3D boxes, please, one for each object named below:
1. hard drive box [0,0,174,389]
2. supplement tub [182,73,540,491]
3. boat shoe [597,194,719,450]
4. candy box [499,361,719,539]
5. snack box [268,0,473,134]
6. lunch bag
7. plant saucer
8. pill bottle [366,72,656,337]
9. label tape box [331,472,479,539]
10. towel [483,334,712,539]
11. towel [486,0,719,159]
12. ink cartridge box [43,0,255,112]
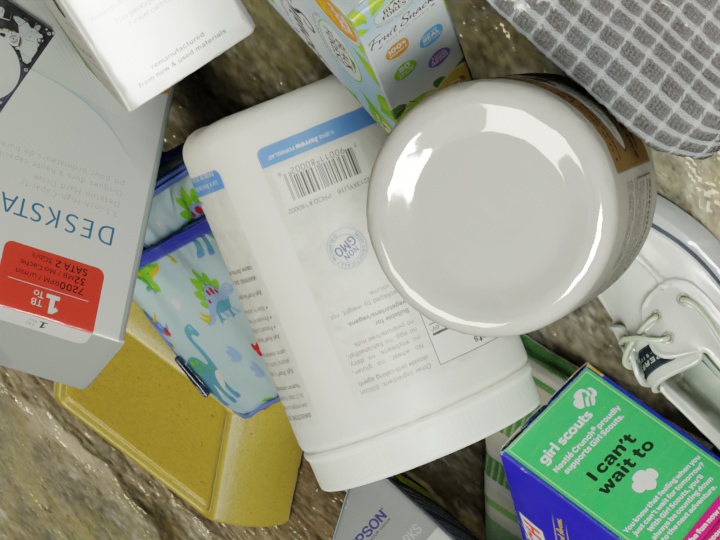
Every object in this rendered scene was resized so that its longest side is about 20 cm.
[{"bbox_3d":[-0.195,-0.055,1.615,0.155,0.201,0.077,17,151,-17],"label":"hard drive box"},{"bbox_3d":[0.000,0.000,1.519,0.132,0.132,0.201,-16,96,56],"label":"supplement tub"},{"bbox_3d":[0.165,0.032,1.468,0.200,0.067,0.074,41,148,8],"label":"boat shoe"},{"bbox_3d":[0.176,0.167,1.518,0.200,0.077,0.169,34,157,32],"label":"candy box"},{"bbox_3d":[-0.031,-0.164,1.396,0.200,0.053,0.142,49,175,26],"label":"snack box"},{"bbox_3d":[-0.059,-0.008,1.677,0.161,0.082,0.200,54,147,-9],"label":"lunch bag"},{"bbox_3d":[-0.128,0.073,1.881,0.200,0.048,0.200,36,147,15],"label":"plant saucer"},{"bbox_3d":[0.079,-0.035,1.363,0.114,0.114,0.200,41,-167,7],"label":"pill bottle"},{"bbox_3d":[0.043,0.179,1.709,0.200,0.066,0.143,40,180,21],"label":"label tape box"},{"bbox_3d":[0.134,0.130,1.664,0.152,0.023,0.200,31,148,25],"label":"towel"},{"bbox_3d":[0.120,-0.159,1.281,0.200,0.086,0.166,42,148,6],"label":"towel"},{"bbox_3d":[-0.150,-0.198,1.506,0.200,0.084,0.146,58,175,-20],"label":"ink cartridge box"}]
